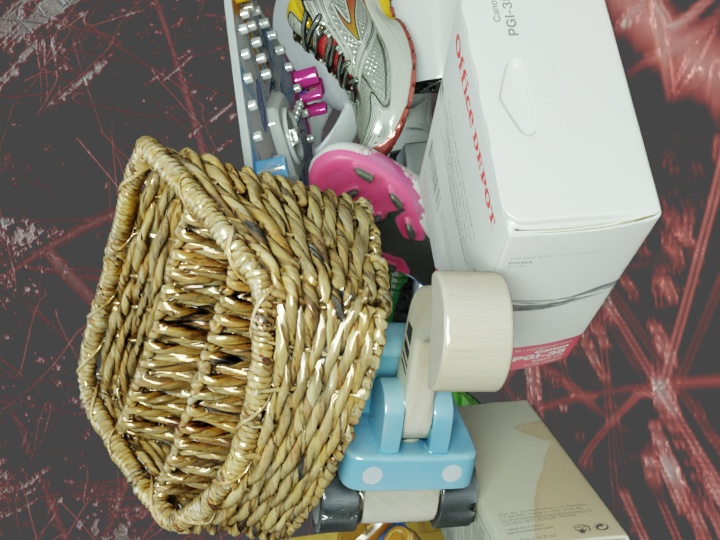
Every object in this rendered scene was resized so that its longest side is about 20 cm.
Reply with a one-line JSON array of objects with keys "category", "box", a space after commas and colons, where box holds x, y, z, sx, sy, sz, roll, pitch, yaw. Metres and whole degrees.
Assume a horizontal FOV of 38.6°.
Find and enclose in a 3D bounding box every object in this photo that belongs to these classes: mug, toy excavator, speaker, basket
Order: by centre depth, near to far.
[{"category": "basket", "box": [-0.083, 0.053, 0.587, 0.144, 0.147, 0.202, -100, 29, -53]}, {"category": "toy excavator", "box": [0.027, 0.065, 0.595, 0.195, 0.098, 0.203, -112, 25, -63]}, {"category": "speaker", "box": [0.055, -0.239, 0.789, 0.081, 0.080, 0.204, 180, 85, -83]}, {"category": "mug", "box": [-0.004, -0.193, 0.954, 0.202, 0.146, 0.175, -63, 25, 12]}]

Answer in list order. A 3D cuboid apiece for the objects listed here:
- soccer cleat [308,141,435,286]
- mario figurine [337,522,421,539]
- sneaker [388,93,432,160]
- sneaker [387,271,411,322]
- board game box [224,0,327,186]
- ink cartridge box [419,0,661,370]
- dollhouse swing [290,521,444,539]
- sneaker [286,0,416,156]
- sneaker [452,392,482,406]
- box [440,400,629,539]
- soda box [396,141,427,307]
[{"category": "soccer cleat", "box": [0.038, -0.038, 0.756, 0.199, 0.069, 0.087, 38, -144, -29]}, {"category": "mario figurine", "box": [0.059, 0.267, 0.768, 0.200, 0.105, 0.124, 45, -151, -26]}, {"category": "sneaker", "box": [0.040, -0.130, 1.088, 0.200, 0.074, 0.083, 139, 134, -72]}, {"category": "sneaker", "box": [0.000, 0.000, 0.882, 0.078, 0.084, 0.203, -105, 12, -61]}, {"category": "board game box", "box": [-0.049, -0.100, 0.762, 0.200, 0.025, 0.203, 54, -155, -67]}, {"category": "ink cartridge box", "box": [0.093, -0.044, 0.598, 0.201, 0.081, 0.149, 98, 166, -65]}, {"category": "dollhouse swing", "box": [0.017, 0.369, 1.071, 0.183, 0.196, 0.178, 94, 168, -55]}, {"category": "sneaker", "box": [-0.014, -0.170, 0.766, 0.078, 0.081, 0.203, 121, 139, -59]}, {"category": "sneaker", "box": [0.081, 0.139, 0.926, 0.199, 0.083, 0.078, 18, 93, 66]}, {"category": "box", "box": [0.104, 0.169, 0.681, 0.200, 0.076, 0.097, -115, 20, -71]}, {"category": "soda box", "box": [0.073, -0.007, 0.886, 0.068, 0.062, 0.204, 144, 121, -84]}]
